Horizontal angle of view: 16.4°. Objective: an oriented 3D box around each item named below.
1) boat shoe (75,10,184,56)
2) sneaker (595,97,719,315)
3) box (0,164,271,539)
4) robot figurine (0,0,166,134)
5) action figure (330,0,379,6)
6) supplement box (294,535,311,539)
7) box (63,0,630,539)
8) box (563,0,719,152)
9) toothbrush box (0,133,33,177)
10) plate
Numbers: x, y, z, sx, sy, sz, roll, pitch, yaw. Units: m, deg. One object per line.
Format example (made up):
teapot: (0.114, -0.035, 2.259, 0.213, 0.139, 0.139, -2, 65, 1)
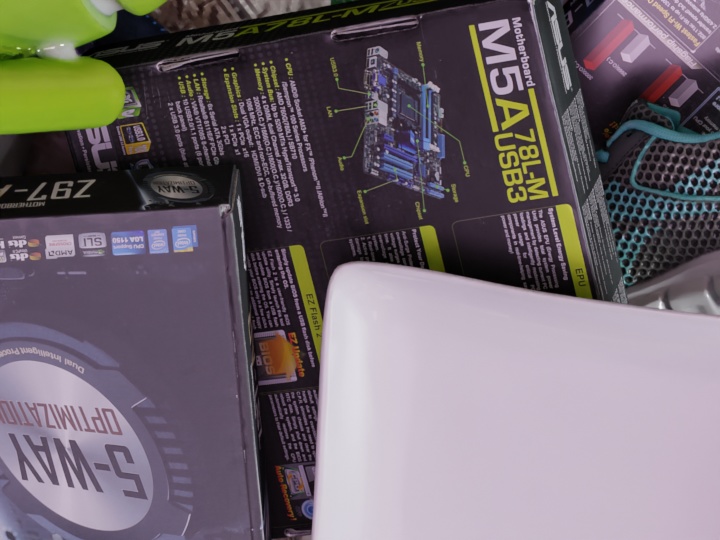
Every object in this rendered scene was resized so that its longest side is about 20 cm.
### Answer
boat shoe: (-0.047, -0.054, 1.022, 0.069, 0.084, 0.200, -29, 122, 34)
sneaker: (0.109, -0.020, 0.982, 0.199, 0.078, 0.092, -16, 84, 20)
box: (-0.137, 0.047, 0.928, 0.199, 0.044, 0.161, -2, 113, 2)
robot figurine: (-0.144, -0.127, 0.904, 0.199, 0.116, 0.176, -21, 79, 7)
action figure: (0.039, -0.167, 0.919, 0.118, 0.055, 0.200, 28, 107, -10)
supplement box: (0.020, 0.180, 1.109, 0.126, 0.074, 0.201, 13, 110, -2)
box: (0.000, 0.000, 0.944, 0.192, 0.048, 0.201, -9, 108, 18)
box: (0.166, -0.048, 1.023, 0.200, 0.050, 0.158, 40, 109, -12)
toothbrush box: (-0.240, -0.047, 0.995, 0.199, 0.147, 0.086, 17, 113, -5)
plate: (0.080, 0.101, 0.909, 0.199, 0.032, 0.201, 7, 106, 11)
